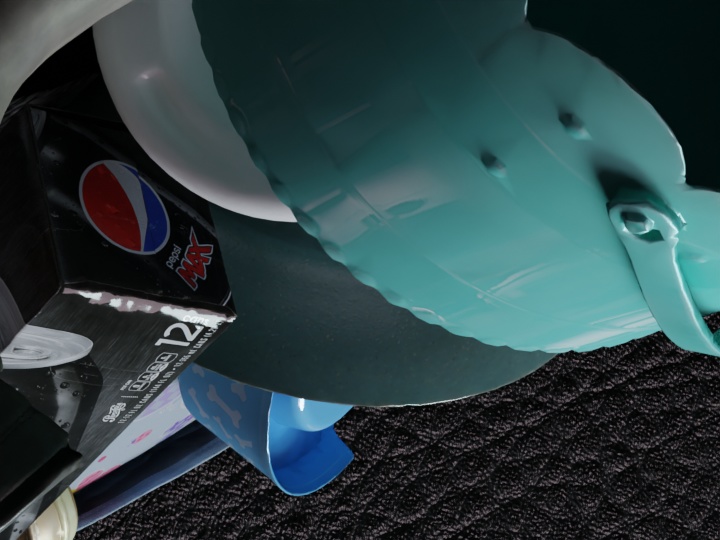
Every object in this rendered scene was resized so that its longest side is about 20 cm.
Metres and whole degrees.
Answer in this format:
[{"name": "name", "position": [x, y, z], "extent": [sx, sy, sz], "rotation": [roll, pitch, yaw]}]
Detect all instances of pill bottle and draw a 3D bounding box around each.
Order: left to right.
[{"name": "pill bottle", "position": [0.000, -0.074, 0.704], "extent": [0.111, 0.111, 0.200], "rotation": [-34, 178, 11]}]

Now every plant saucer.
[{"name": "plant saucer", "position": [-0.010, -0.034, 0.821], "extent": [0.200, 0.200, 0.036], "rotation": [-31, 147, -42]}]

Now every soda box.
[{"name": "soda box", "position": [-0.122, 0.037, 0.754], "extent": [0.063, 0.071, 0.200], "rotation": [11, 139, -36]}]

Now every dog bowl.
[{"name": "dog bowl", "position": [0.000, 0.000, 0.908], "extent": [0.200, 0.049, 0.112], "rotation": [-43, 147, -46]}]

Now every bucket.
[{"name": "bucket", "position": [0.068, -0.082, 0.532], "extent": [0.207, 0.208, 0.135], "rotation": [-32, -178, -34]}]

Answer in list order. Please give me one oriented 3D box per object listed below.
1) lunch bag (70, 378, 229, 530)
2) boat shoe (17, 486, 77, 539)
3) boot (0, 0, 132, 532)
[{"name": "lunch bag", "position": [-0.110, 0.030, 0.971], "extent": [0.200, 0.127, 0.169], "rotation": [-45, 171, 31]}, {"name": "boat shoe", "position": [-0.199, 0.103, 0.899], "extent": [0.199, 0.073, 0.065], "rotation": [-7, -159, 26]}, {"name": "boot", "position": [-0.102, -0.002, 0.559], "extent": [0.199, 0.131, 0.068], "rotation": [-32, 178, -22]}]
